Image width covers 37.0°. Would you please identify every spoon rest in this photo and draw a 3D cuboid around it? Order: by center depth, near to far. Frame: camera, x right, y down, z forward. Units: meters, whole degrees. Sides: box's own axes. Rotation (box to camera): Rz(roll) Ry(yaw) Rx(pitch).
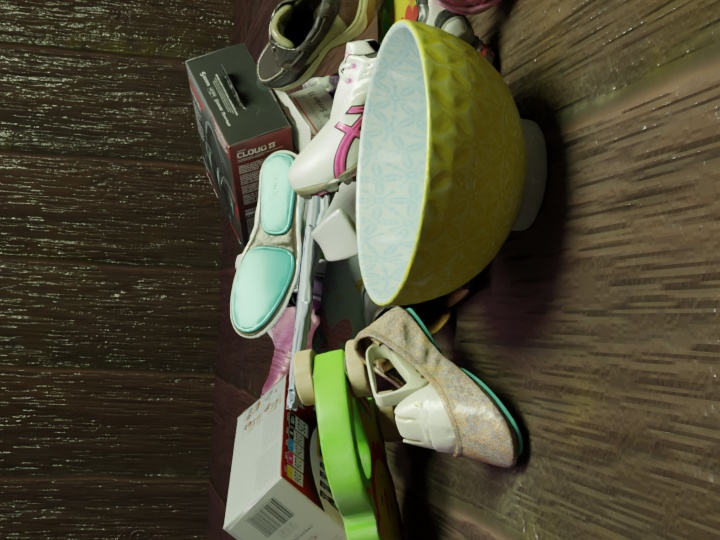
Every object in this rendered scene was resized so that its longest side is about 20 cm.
[{"bbox_3d":[0.008,-0.055,0.951,0.100,0.060,0.200,59,-151,-6],"label":"spoon rest"}]

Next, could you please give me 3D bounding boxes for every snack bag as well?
[{"bbox_3d":[-0.052,0.011,1.090,0.189,0.021,0.201,102,173,-49],"label":"snack bag"}]

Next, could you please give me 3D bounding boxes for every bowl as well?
[{"bbox_3d":[0.069,-0.071,0.768,0.200,0.107,0.202,-176,90,-77],"label":"bowl"}]

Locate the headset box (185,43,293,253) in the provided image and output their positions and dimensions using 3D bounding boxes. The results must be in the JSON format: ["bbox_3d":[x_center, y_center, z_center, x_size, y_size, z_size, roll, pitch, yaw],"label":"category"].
[{"bbox_3d":[-0.132,-0.143,1.220,0.201,0.077,0.149,88,158,-53],"label":"headset box"}]

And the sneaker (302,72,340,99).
[{"bbox_3d":[-0.020,-0.189,1.266,0.200,0.080,0.084,-146,52,-75],"label":"sneaker"}]

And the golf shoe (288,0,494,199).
[{"bbox_3d":[0.008,-0.142,0.881,0.200,0.092,0.073,-40,16,14],"label":"golf shoe"}]

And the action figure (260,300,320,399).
[{"bbox_3d":[-0.085,0.111,1.337,0.134,0.148,0.202,167,121,-72],"label":"action figure"}]

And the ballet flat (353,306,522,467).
[{"bbox_3d":[0.049,0.097,0.823,0.200,0.067,0.069,-135,28,-57],"label":"ballet flat"}]

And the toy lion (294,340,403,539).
[{"bbox_3d":[0.003,0.185,0.955,0.200,0.068,0.193,64,-163,-59],"label":"toy lion"}]

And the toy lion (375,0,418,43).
[{"bbox_3d":[0.052,-0.203,1.002,0.200,0.068,0.193,-156,62,-76],"label":"toy lion"}]

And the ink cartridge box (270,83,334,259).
[{"bbox_3d":[-0.046,-0.125,1.219,0.117,0.067,0.201,57,160,37],"label":"ink cartridge box"}]

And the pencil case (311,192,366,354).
[{"bbox_3d":[0.000,0.000,1.105,0.091,0.083,0.202,-135,49,-56],"label":"pencil case"}]

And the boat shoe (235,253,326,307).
[{"bbox_3d":[-0.074,0.015,1.262,0.199,0.068,0.057,6,81,38],"label":"boat shoe"}]

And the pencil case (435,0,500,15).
[{"bbox_3d":[0.073,-0.291,0.865,0.087,0.082,0.201,-57,28,35],"label":"pencil case"}]

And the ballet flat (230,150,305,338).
[{"bbox_3d":[-0.087,-0.024,1.135,0.069,0.069,0.202,155,126,-75],"label":"ballet flat"}]

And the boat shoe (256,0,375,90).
[{"bbox_3d":[-0.060,-0.239,1.069,0.200,0.064,0.074,-29,62,53],"label":"boat shoe"}]

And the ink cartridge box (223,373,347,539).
[{"bbox_3d":[-0.045,0.232,1.114,0.084,0.175,0.200,-42,19,15],"label":"ink cartridge box"}]

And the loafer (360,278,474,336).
[{"bbox_3d":[0.047,0.025,0.930,0.200,0.072,0.073,113,152,-59],"label":"loafer"}]
